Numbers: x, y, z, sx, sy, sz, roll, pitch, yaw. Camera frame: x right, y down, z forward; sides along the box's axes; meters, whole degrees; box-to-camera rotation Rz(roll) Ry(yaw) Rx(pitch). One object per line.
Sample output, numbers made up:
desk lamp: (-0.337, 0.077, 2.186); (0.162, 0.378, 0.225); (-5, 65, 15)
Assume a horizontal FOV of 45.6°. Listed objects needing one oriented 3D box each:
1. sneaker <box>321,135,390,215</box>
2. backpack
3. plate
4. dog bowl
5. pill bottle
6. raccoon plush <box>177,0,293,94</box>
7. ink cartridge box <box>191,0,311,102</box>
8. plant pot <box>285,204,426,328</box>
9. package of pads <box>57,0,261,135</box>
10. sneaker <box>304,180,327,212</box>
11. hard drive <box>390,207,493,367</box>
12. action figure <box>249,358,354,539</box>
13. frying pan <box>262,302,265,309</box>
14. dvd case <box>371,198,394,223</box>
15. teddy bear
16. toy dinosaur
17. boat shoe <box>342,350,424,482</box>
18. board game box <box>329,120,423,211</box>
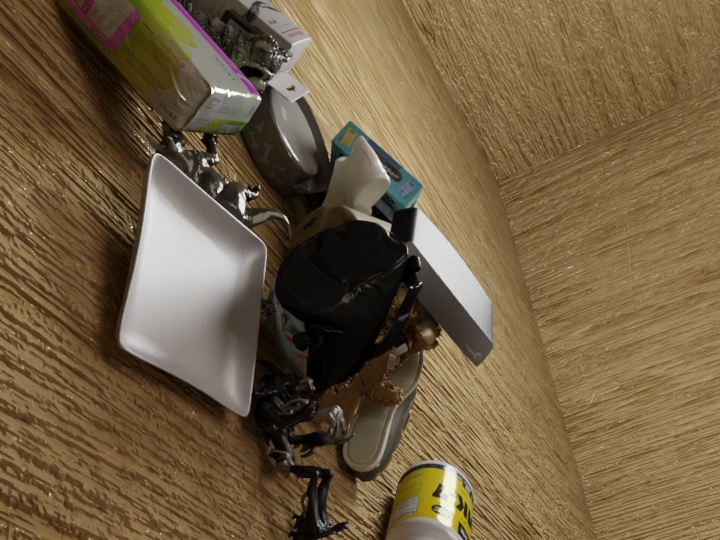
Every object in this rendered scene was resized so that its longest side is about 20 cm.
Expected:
sneaker: (-0.021, -0.118, 1.247); (0.074, 0.200, 0.090); (-10, 69, -32)
backpack: (-0.031, 0.043, 0.961); (0.127, 0.165, 0.201); (53, -26, 24)
plate: (-0.164, 0.020, 0.841); (0.199, 0.032, 0.203); (43, 43, -51)
dog bowl: (-0.114, -0.201, 1.273); (0.201, 0.058, 0.202); (57, 20, -33)
pill bottle: (0.091, 0.353, 1.137); (0.116, 0.113, 0.200); (63, 18, -14)
raccoon plush: (-0.177, -0.312, 1.085); (0.202, 0.132, 0.097); (65, 19, -11)
ink cartridge box: (-0.142, -0.330, 1.192); (0.199, 0.068, 0.116); (39, 22, -4)
plant pot: (0.000, 0.000, 1.200); (0.183, 0.199, 0.203); (28, 42, -48)
package of pads: (-0.208, -0.235, 0.912); (0.200, 0.068, 0.154); (47, 15, 4)
sneaker: (-0.023, -0.065, 1.385); (0.200, 0.067, 0.090); (42, -14, -19)
hard drive: (0.110, 0.016, 1.126); (0.201, 0.042, 0.136); (50, 24, -19)
action figure: (-0.057, 0.180, 0.916); (0.119, 0.100, 0.203); (54, 18, -76)
frying pan: (-0.154, 0.015, 0.950); (0.191, 0.031, 0.116); (52, 25, -36)
dvd case: (0.041, -0.070, 1.373); (0.200, 0.018, 0.142); (44, -11, -15)
teddy bear: (0.012, 0.106, 1.091); (0.144, 0.202, 0.067); (32, 2, -28)
toy dinosaur: (-0.164, -0.086, 0.948); (0.200, 0.076, 0.103); (49, 29, -22)
boat shoe: (0.035, 0.185, 1.154); (0.204, 0.071, 0.061); (-63, 154, -29)
board game box: (0.019, -0.139, 1.368); (0.151, 0.047, 0.200); (42, -12, 5)
